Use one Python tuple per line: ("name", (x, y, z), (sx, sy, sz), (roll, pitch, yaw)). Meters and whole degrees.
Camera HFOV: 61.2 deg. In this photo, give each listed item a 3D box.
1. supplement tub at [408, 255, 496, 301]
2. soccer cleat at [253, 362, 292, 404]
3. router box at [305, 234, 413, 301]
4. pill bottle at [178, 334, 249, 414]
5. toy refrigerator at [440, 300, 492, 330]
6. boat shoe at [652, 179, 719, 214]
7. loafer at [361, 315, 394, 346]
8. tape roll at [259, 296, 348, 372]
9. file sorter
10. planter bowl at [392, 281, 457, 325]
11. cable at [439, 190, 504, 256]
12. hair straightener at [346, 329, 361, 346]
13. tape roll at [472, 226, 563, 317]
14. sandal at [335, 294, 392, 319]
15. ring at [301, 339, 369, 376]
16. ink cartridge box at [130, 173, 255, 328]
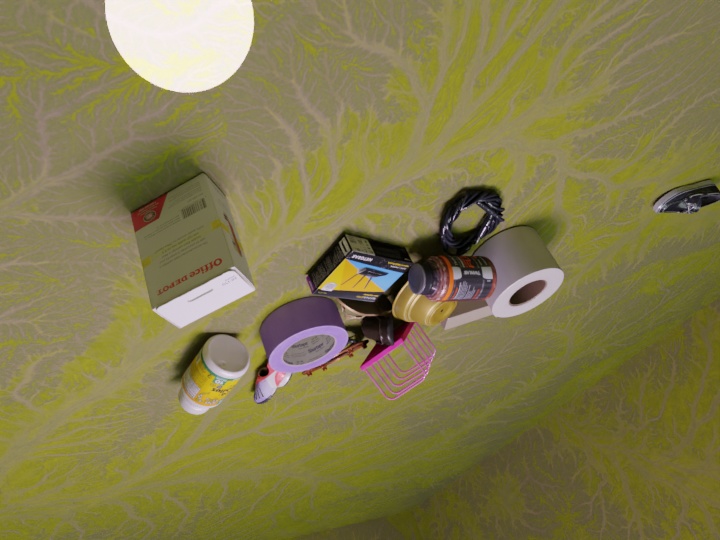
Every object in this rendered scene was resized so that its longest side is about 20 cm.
("supplement tub", (0.210, 0.019, 1.405), (0.198, 0.108, 0.107), (-1, 141, -29))
("soccer cleat", (-0.247, 0.291, 1.609), (0.073, 0.069, 0.200), (30, 137, -15))
("router box", (0.000, 0.000, 1.347), (0.199, 0.051, 0.149), (9, 135, -45))
("pill bottle", (-0.348, 0.248, 1.416), (0.112, 0.113, 0.200), (7, 136, -40))
("toy refrigerator", (0.307, 0.092, 1.674), (0.198, 0.076, 0.070), (-17, 148, -14))
("boat shoe", (0.907, -0.189, 1.680), (0.198, 0.068, 0.072), (-16, 147, -14))
("loafer", (0.040, 0.151, 1.517), (0.070, 0.074, 0.200), (-4, 178, -7))
("tape roll", (-0.135, 0.156, 1.455), (0.198, 0.085, 0.201), (-17, 148, -11))
("file sorter", (0.110, 0.233, 1.611), (0.139, 0.126, 0.200), (-37, -179, 20))
("planter bowl", (0.181, 0.075, 1.512), (0.199, 0.084, 0.201), (-29, 148, -20))
("cable", (0.252, -0.109, 1.364), (0.162, 0.051, 0.201), (-24, 148, -2))
("hair straightener", (-0.087, 0.200, 1.592), (0.198, 0.041, 0.077), (-13, 147, -19))
("tape roll", (0.392, 0.005, 1.543), (0.201, 0.140, 0.203), (-17, 148, -11))
("sandal", (-0.008, 0.094, 1.461), (0.070, 0.078, 0.211), (-43, 150, 26))
("ring", (-0.064, 0.236, 1.618), (0.199, 0.019, 0.201), (-26, 169, -6))
("ink cartridge box", (-0.270, -0.031, 0.975), (0.144, 0.201, 0.084), (-27, 149, 4))
